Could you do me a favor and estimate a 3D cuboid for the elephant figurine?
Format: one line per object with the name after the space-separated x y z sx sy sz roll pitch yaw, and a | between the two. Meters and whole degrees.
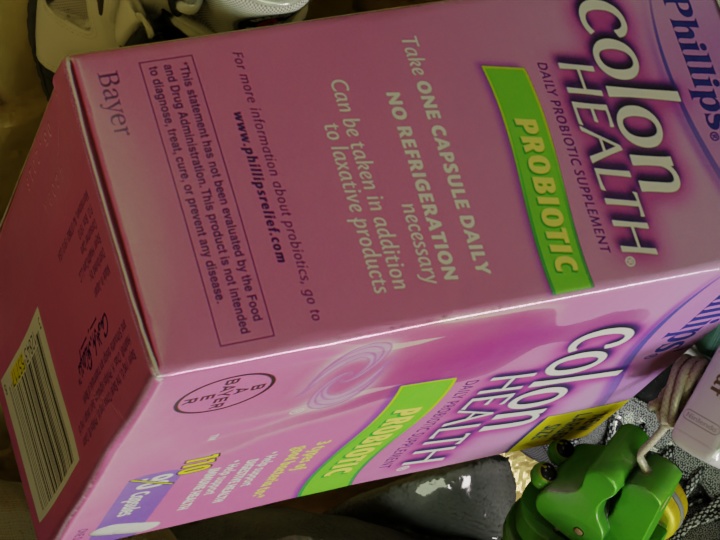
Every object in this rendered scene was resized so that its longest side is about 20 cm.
0.019 0.133 0.947 0.200 0.155 0.142 -5 107 -30 | elephant figurine

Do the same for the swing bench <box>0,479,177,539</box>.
-0.191 0.138 0.846 0.199 0.130 0.200 13 120 -33 | swing bench

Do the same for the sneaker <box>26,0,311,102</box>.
-0.048 -0.084 0.717 0.074 0.089 0.200 -7 136 -21 | sneaker

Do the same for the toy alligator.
0.076 0.084 0.841 0.059 0.054 0.200 -49 157 -36 | toy alligator

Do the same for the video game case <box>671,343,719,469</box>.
0.194 0.000 0.826 0.200 0.022 0.182 25 94 -54 | video game case

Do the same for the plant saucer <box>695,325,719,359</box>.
0.157 0.023 0.971 0.070 0.019 0.200 0 133 -25 | plant saucer

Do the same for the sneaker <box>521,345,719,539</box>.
0.115 0.082 0.921 0.200 0.114 0.075 28 122 -28 | sneaker

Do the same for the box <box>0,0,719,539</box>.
0.000 0.000 0.756 0.200 0.097 0.176 -11 162 -22 | box
